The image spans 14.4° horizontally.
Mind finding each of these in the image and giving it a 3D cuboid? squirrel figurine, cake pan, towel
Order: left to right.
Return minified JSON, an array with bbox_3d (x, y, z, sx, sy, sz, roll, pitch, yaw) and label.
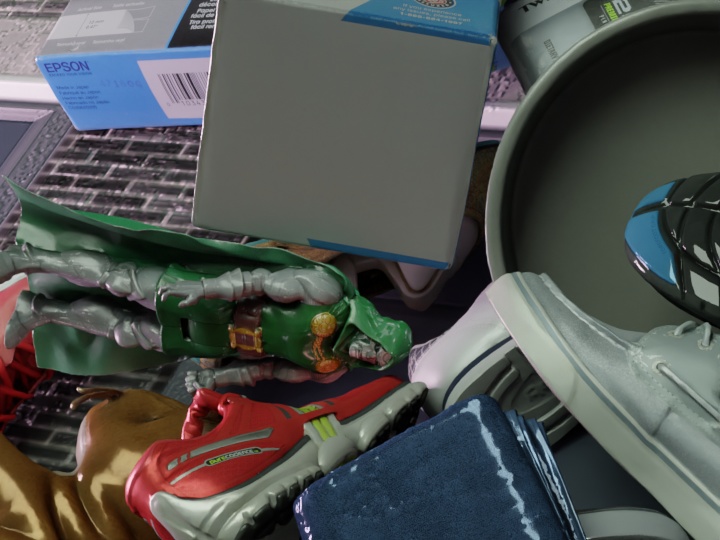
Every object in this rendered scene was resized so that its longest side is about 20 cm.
[{"bbox_3d":[-0.123,0.148,1.319,0.187,0.142,0.200,-29,52,-15],"label":"squirrel figurine"},{"bbox_3d":[0.051,0.159,1.126,0.112,0.049,0.200,-27,70,16],"label":"towel"},{"bbox_3d":[0.155,-0.021,1.279,0.200,0.200,0.037,-29,3,1],"label":"cake pan"}]

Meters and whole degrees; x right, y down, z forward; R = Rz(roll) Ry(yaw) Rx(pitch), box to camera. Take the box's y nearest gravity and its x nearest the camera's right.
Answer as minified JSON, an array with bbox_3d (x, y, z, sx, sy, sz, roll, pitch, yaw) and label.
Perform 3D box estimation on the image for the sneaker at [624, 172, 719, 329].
[{"bbox_3d":[0.207,0.020,1.225,0.200,0.082,0.073,20,67,19],"label":"sneaker"}]

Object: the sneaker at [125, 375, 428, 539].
[{"bbox_3d":[-0.036,0.077,1.272,0.085,0.077,0.200,31,22,18],"label":"sneaker"}]

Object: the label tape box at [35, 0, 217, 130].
[{"bbox_3d":[-0.084,-0.174,1.672,0.143,0.066,0.200,-1,48,30],"label":"label tape box"}]

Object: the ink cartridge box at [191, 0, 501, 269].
[{"bbox_3d":[0.000,-0.110,1.376,0.128,0.125,0.200,10,30,1],"label":"ink cartridge box"}]

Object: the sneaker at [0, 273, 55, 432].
[{"bbox_3d":[-0.192,0.077,1.474,0.200,0.078,0.116,-36,46,12],"label":"sneaker"}]

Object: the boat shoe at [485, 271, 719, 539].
[{"bbox_3d":[0.140,0.062,1.214,0.072,0.070,0.201,-45,74,3],"label":"boat shoe"}]

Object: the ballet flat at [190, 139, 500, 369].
[{"bbox_3d":[0.000,0.000,1.429,0.200,0.071,0.071,-22,38,-8],"label":"ballet flat"}]

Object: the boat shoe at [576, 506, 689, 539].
[{"bbox_3d":[0.044,0.133,1.208,0.200,0.069,0.057,-20,39,16],"label":"boat shoe"}]

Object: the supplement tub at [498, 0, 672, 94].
[{"bbox_3d":[0.178,-0.116,1.399,0.200,0.123,0.123,-27,39,4],"label":"supplement tub"}]

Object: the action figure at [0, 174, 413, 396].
[{"bbox_3d":[-0.072,0.020,1.334,0.200,0.118,0.055,7,44,15],"label":"action figure"}]

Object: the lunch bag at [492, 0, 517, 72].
[{"bbox_3d":[0.019,-0.189,1.573,0.150,0.094,0.200,-17,39,-9],"label":"lunch bag"}]

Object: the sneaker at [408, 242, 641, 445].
[{"bbox_3d":[0.112,0.009,1.349,0.200,0.076,0.081,-31,29,-4],"label":"sneaker"}]
